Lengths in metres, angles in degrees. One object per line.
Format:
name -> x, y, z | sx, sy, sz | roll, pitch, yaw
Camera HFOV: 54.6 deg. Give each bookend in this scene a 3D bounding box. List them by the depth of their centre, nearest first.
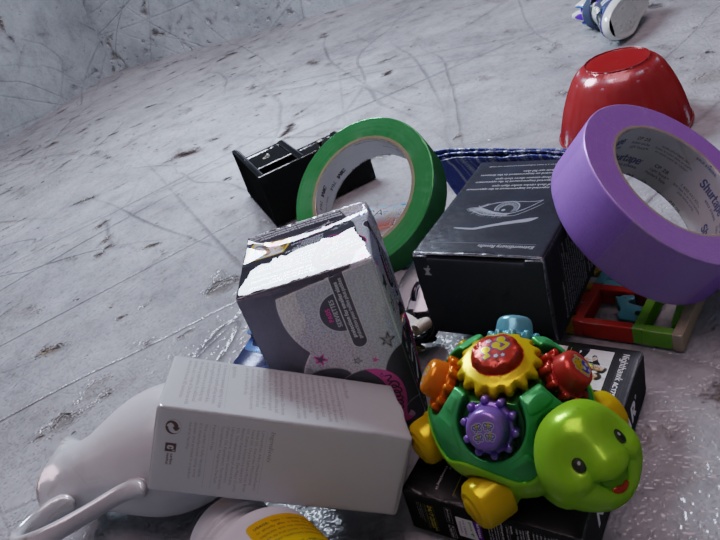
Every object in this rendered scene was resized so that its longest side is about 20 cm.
bookend -> -0.106, -0.191, 1.252 | 0.197, 0.093, 0.199 | -26, 30, -12

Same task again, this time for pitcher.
pitcher -> -0.213, 0.190, 0.656 | 0.197, 0.123, 0.172 | -21, 15, 12

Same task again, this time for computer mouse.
computer mouse -> 0.072, 0.021, 0.841 | 0.108, 0.044, 0.200 | 1, 36, 35

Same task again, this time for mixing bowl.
mixing bowl -> 0.390, -0.265, 1.048 | 0.196, 0.110, 0.201 | -16, 29, 9

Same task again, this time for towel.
towel -> 0.198, -0.105, 0.883 | 0.197, 0.145, 0.024 | 8, 65, 40

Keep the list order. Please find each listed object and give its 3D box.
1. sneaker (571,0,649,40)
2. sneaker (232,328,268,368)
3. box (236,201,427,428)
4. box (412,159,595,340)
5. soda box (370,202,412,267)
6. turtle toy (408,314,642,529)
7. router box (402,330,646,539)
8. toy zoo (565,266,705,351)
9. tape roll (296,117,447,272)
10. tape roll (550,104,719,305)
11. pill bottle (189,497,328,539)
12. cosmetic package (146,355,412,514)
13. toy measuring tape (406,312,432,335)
sneaker -> 0.498, -0.524, 1.448 | 0.145, 0.081, 0.200 | 0, 38, 47
sneaker -> -0.093, 0.063, 0.837 | 0.073, 0.083, 0.200 | 7, 41, 36
box -> -0.019, 0.061, 0.672 | 0.130, 0.203, 0.115 | -16, 31, 7
box -> 0.169, -0.028, 0.756 | 0.146, 0.106, 0.200 | 4, 38, 36
soda box -> 0.002, -0.042, 0.963 | 0.196, 0.069, 0.064 | -5, 32, 25
turtle toy -> 0.121, 0.105, 0.506 | 0.144, 0.102, 0.200 | -29, 33, -14
router box -> 0.144, 0.140, 0.589 | 0.147, 0.052, 0.200 | 5, 39, 34
toy zoo -> 0.259, 0.022, 0.745 | 0.197, 0.021, 0.131 | 6, 39, 39
tape roll -> 0.012, -0.093, 0.891 | 0.197, 0.048, 0.205 | -10, 69, 27
tape roll -> 0.289, -0.068, 0.683 | 0.196, 0.066, 0.203 | 12, 51, -15
pill bottle -> -0.050, 0.240, 0.495 | 0.104, 0.106, 0.199 | -34, 32, -24
cosmetic package -> -0.065, 0.133, 0.575 | 0.196, 0.073, 0.102 | 9, 14, -9
toy measuring tape -> 0.000, 0.000, 0.783 | 0.198, 0.074, 0.073 | 30, 54, 34
